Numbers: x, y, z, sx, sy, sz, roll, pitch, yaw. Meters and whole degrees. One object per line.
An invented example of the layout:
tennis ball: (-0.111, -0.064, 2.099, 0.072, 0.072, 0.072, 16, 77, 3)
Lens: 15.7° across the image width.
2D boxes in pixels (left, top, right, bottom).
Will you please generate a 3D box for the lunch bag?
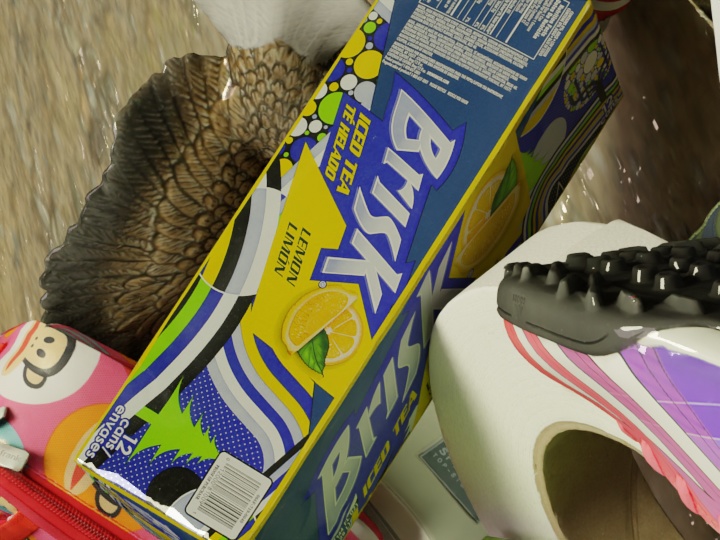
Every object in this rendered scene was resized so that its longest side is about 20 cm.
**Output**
lunch bag: (-0.094, 0.077, 0.954, 0.082, 0.176, 0.200, -57, 8, -13)

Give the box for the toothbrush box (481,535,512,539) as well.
toothbrush box: (0.090, 0.162, 0.734, 0.146, 0.086, 0.200, 57, 159, -13)

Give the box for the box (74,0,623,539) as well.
box: (0.000, 0.000, 0.800, 0.064, 0.200, 0.070, 28, 168, 23)

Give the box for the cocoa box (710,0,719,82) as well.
cocoa box: (0.173, -0.004, 0.582, 0.131, 0.133, 0.201, -8, 88, 62)

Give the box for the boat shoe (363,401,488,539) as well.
boat shoe: (0.051, 0.107, 0.929, 0.201, 0.070, 0.072, 53, 167, 33)

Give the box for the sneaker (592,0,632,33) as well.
sneaker: (0.033, -0.169, 0.832, 0.200, 0.078, 0.116, 48, 155, -2)

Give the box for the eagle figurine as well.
eagle figurine: (-0.029, -0.039, 0.992, 0.152, 0.151, 0.201, 8, 91, 52)

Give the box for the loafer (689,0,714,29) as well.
loafer: (0.078, -0.125, 0.701, 0.200, 0.068, 0.076, 40, 158, -6)

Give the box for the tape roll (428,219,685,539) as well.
tape roll: (0.098, 0.077, 0.752, 0.203, 0.037, 0.203, 43, 156, 25)

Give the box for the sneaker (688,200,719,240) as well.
sneaker: (0.133, -0.005, 0.750, 0.200, 0.067, 0.090, 158, 122, -69)

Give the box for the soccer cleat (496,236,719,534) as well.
soccer cleat: (0.092, 0.039, 0.534, 0.200, 0.068, 0.073, 19, 116, 57)
